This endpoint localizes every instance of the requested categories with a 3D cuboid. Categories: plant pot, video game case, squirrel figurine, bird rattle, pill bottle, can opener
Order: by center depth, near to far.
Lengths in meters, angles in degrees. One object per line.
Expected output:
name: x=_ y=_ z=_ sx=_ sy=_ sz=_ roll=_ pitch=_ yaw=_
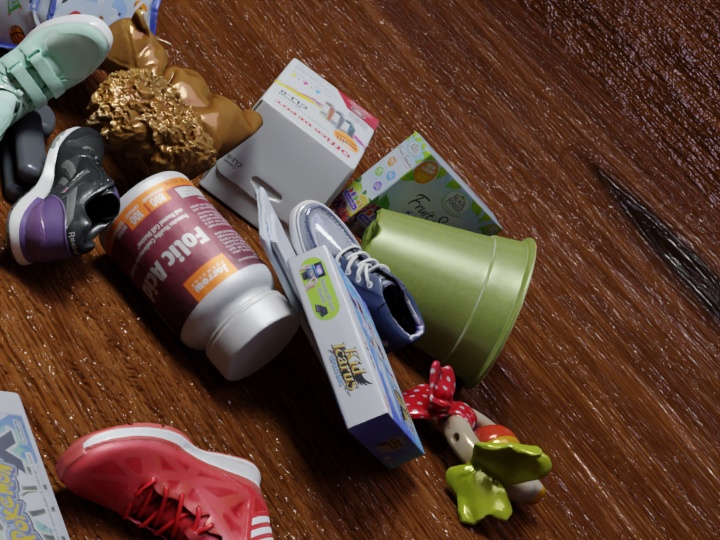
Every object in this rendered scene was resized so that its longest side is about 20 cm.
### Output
video game case: x=-0.305 y=0.156 z=0.952 sx=0.182 sy=0.022 sz=0.200 roll=14 pitch=34 yaw=-43
pill bottle: x=-0.159 y=0.007 z=1.312 sx=0.200 sy=0.114 sz=0.114 roll=47 pitch=25 yaw=17
video game case: x=-0.001 y=0.091 z=1.314 sx=0.200 sy=0.045 sz=0.182 roll=56 pitch=13 yaw=-67
can opener: x=-0.346 y=-0.142 z=1.381 sx=0.066 sy=0.053 sz=0.200 roll=24 pitch=28 yaw=-29
squirrel figurine: x=-0.225 y=-0.189 z=1.444 sx=0.187 sy=0.141 sz=0.200 roll=58 pitch=14 yaw=-12
bird rattle: x=0.126 y=0.197 z=1.457 sx=0.163 sy=0.113 sz=0.200 roll=32 pitch=9 yaw=-44
plant pot: x=0.084 y=0.016 z=1.593 sx=0.190 sy=0.200 sz=0.200 roll=23 pitch=26 yaw=-5

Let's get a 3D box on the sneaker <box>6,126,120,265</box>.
sneaker: x=-0.269 y=-0.072 z=1.289 sx=0.087 sy=0.076 sz=0.200 roll=-1 pitch=38 yaw=11

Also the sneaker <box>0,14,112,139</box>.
sneaker: x=-0.332 y=-0.172 z=1.303 sx=0.074 sy=0.200 sz=0.118 roll=56 pitch=14 yaw=-38

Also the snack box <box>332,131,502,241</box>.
snack box: x=0.075 y=-0.071 z=1.688 sx=0.200 sy=0.142 sz=0.053 roll=40 pitch=15 yaw=-47

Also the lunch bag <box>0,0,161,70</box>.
lunch bag: x=-0.362 y=-0.306 z=1.544 sx=0.200 sy=0.124 sz=0.170 roll=15 pitch=7 yaw=37

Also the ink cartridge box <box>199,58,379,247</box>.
ink cartridge box: x=-0.085 y=-0.148 z=1.654 sx=0.145 sy=0.145 sz=0.200 roll=36 pitch=25 yaw=-7

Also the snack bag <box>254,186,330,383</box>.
snack bag: x=-0.064 y=0.016 z=1.405 sx=0.200 sy=0.021 sz=0.189 roll=-109 pitch=174 yaw=-71

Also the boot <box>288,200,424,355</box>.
boot: x=0.000 y=0.000 z=1.470 sx=0.073 sy=0.090 sz=0.200 roll=-35 pitch=94 yaw=-32

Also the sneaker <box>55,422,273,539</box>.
sneaker: x=-0.142 y=0.194 z=1.053 sx=0.200 sy=0.078 sz=0.116 roll=16 pitch=31 yaw=-40
